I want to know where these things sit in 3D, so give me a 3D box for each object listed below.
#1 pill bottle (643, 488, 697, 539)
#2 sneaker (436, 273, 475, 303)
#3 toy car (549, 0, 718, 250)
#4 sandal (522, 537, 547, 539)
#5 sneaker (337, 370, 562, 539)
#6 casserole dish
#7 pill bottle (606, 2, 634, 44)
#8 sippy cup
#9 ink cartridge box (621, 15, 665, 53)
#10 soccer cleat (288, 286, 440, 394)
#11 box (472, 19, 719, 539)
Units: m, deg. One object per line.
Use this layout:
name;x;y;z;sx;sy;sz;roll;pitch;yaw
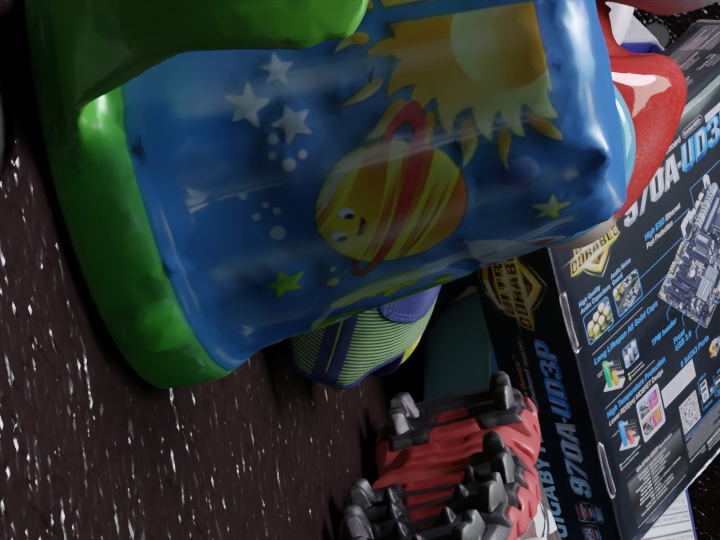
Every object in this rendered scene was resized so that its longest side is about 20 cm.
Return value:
pill bottle;0.105;0.122;1.113;0.112;0.111;0.202;27;52;-79
sneaker;0.050;-0.031;1.023;0.200;0.089;0.079;8;70;-80
toy car;0.070;-0.129;0.777;0.177;0.200;0.184;42;6;-2
sandal;0.088;0.152;0.780;0.203;0.049;0.083;65;9;-59
sneaker;0.038;0.106;0.834;0.200;0.070;0.099;-58;136;-77
casserole dish;0.059;0.100;0.996;0.121;0.039;0.202;45;41;-61
pill bottle;0.053;-0.118;1.035;0.200;0.111;0.113;159;-80;-85
sippy cup;-0.003;-0.048;0.583;0.178;0.129;0.141;-82;158;-63
ink cartridge box;0.102;-0.058;1.187;0.200;0.043;0.198;-123;-152;-50
soccer cleat;-0.001;0.000;0.822;0.200;0.064;0.084;-41;149;-85
box;0.133;0.003;1.010;0.200;0.046;0.160;-41;125;-40
